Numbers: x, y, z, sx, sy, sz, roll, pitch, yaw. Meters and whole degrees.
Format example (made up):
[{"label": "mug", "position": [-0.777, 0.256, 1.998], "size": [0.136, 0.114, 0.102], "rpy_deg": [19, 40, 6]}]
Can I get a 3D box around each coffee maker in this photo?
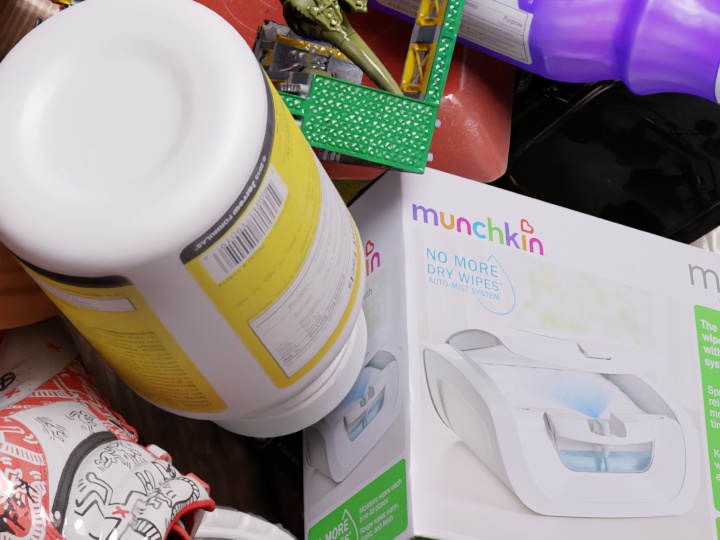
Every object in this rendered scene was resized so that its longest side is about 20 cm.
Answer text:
[{"label": "coffee maker", "position": [0.139, -0.110, 1.245], "size": [0.134, 0.192, 0.200], "rpy_deg": [18, 57, 0]}]

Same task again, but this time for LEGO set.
[{"label": "LEGO set", "position": [-0.047, -0.116, 1.053], "size": [0.199, 0.116, 0.154], "rpy_deg": [4, 93, -24]}]

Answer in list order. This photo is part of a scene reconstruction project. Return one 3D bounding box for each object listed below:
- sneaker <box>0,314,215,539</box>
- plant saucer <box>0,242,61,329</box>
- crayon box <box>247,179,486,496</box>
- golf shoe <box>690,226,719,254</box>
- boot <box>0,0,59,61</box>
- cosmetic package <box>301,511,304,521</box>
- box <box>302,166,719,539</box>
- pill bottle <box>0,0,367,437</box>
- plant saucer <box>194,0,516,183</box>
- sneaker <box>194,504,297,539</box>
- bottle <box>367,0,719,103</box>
[{"label": "sneaker", "position": [-0.110, 0.074, 0.963], "size": [0.108, 0.067, 0.201], "rpy_deg": [26, 15, -5]}, {"label": "plant saucer", "position": [-0.200, -0.034, 1.012], "size": [0.200, 0.038, 0.200], "rpy_deg": [15, 20, -6]}, {"label": "crayon box", "position": [0.000, 0.000, 1.187], "size": [0.127, 0.051, 0.200], "rpy_deg": [47, 49, 0]}, {"label": "golf shoe", "position": [0.165, 0.007, 1.278], "size": [0.091, 0.075, 0.200], "rpy_deg": [-10, 68, -33]}, {"label": "boot", "position": [-0.179, -0.193, 1.182], "size": [0.155, 0.077, 0.200], "rpy_deg": [27, 60, -11]}, {"label": "cosmetic package", "position": [0.077, 0.113, 1.169], "size": [0.200, 0.051, 0.083], "rpy_deg": [-16, 73, -38]}, {"label": "box", "position": [0.080, 0.070, 1.100], "size": [0.200, 0.097, 0.177], "rpy_deg": [16, 57, -26]}, {"label": "pill bottle", "position": [-0.062, -0.011, 0.964], "size": [0.112, 0.200, 0.112], "rpy_deg": [-7, 63, 13]}, {"label": "plant saucer", "position": [-0.025, -0.133, 1.190], "size": [0.199, 0.037, 0.200], "rpy_deg": [1, 55, 9]}, {"label": "sneaker", "position": [-0.114, 0.134, 1.029], "size": [0.199, 0.074, 0.080], "rpy_deg": [3, 74, -26]}, {"label": "bottle", "position": [0.089, -0.125, 1.107], "size": [0.200, 0.065, 0.084], "rpy_deg": [25, 70, 23]}]
